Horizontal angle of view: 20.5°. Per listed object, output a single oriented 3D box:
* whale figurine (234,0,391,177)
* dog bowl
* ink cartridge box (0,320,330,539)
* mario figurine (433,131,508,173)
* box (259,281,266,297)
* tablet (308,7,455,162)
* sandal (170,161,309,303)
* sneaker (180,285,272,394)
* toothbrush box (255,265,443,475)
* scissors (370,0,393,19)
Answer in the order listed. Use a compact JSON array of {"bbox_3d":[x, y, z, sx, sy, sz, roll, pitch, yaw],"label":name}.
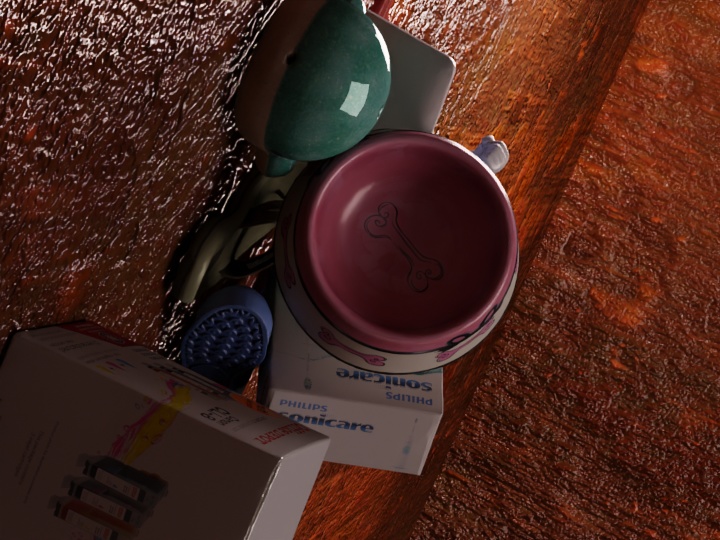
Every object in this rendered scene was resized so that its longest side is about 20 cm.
[{"bbox_3d":[-0.024,-0.138,1.543,0.159,0.104,0.200,-65,169,-4],"label":"whale figurine"},{"bbox_3d":[0.034,-0.020,1.562,0.200,0.200,0.074,-63,-177,-11],"label":"dog bowl"},{"bbox_3d":[-0.146,0.141,1.328,0.145,0.200,0.145,-66,169,6],"label":"ink cartridge box"},{"bbox_3d":[0.047,-0.105,1.729,0.123,0.200,0.106,24,113,-40],"label":"mario figurine"},{"bbox_3d":[0.000,0.000,1.895,0.200,0.122,0.193,-63,171,-11],"label":"box"},{"bbox_3d":[-0.001,-0.112,1.658,0.014,0.130,0.200,-13,129,-51],"label":"tablet"},{"bbox_3d":[-0.088,-0.025,1.612,0.201,0.057,0.080,-52,163,-50],"label":"sandal"},{"bbox_3d":[-0.111,0.052,1.638,0.200,0.070,0.078,117,-13,-57],"label":"sneaker"},{"bbox_3d":[-0.009,0.063,1.684,0.200,0.146,0.085,-90,-168,-45],"label":"toothbrush box"},{"bbox_3d":[0.028,-0.257,1.774,0.200,0.014,0.073,-67,167,3],"label":"scissors"}]
